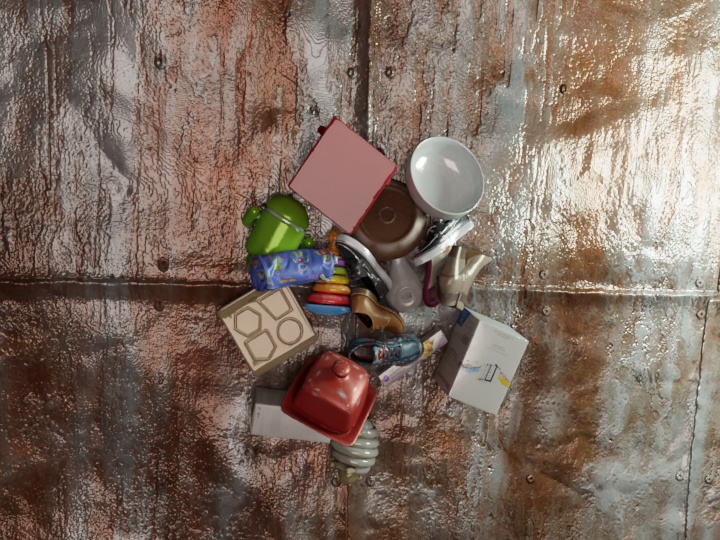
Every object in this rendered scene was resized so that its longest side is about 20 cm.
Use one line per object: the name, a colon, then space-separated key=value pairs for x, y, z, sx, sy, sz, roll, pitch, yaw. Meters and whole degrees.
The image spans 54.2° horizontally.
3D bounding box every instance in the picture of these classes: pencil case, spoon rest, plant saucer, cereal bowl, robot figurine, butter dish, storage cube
pencil case: x=-0.150 y=-0.001 z=1.578 sx=0.196 sy=0.088 sz=0.079 roll=-8 pitch=142 yaw=-31
spoon rest: x=0.104 y=0.011 z=1.737 sx=0.097 sy=0.061 sz=0.205 roll=-10 pitch=114 yaw=-5
plant saucer: x=0.062 y=-0.128 z=1.668 sx=0.195 sy=0.037 sz=0.206 roll=0 pitch=75 yaw=0
cereal bowl: x=0.191 y=-0.210 z=1.672 sx=0.195 sy=0.083 sz=0.205 roll=8 pitch=69 yaw=-19
robot figurine: x=-0.194 y=-0.084 z=1.639 sx=0.173 sy=0.116 sz=0.203 roll=28 pitch=94 yaw=-18
butter dish: x=-0.059 y=0.269 z=1.648 sx=0.196 sy=0.201 sz=0.150 roll=26 pitch=131 yaw=6
storage cube: x=-0.045 y=-0.209 z=1.558 sx=0.198 sy=0.171 sz=0.182 roll=35 pitch=93 yaw=-8

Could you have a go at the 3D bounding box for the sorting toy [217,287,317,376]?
sorting toy: x=-0.224 y=0.133 z=1.717 sx=0.182 sy=0.037 sz=0.203 roll=-29 pitch=107 yaw=-2

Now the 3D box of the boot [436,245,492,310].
boot: x=0.250 y=0.021 z=1.702 sx=0.197 sy=0.069 sz=0.150 roll=8 pitch=92 yaw=-48

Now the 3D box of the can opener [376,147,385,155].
can opener: x=-0.020 y=-0.218 z=1.680 sx=0.197 sy=0.067 sz=0.053 roll=-30 pitch=146 yaw=-1

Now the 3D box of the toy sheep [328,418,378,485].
toy sheep: x=-0.014 y=0.432 z=1.749 sx=0.135 sy=0.138 sz=0.205 roll=16 pitch=92 yaw=-11

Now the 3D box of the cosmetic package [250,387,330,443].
cosmetic package: x=-0.167 y=0.353 z=1.724 sx=0.195 sy=0.108 sz=0.087 roll=10 pitch=100 yaw=-9

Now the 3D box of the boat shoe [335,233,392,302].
boat shoe: x=0.000 y=0.000 z=1.664 sx=0.201 sy=0.069 sz=0.067 roll=49 pitch=60 yaw=-33

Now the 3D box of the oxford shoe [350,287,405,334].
oxford shoe: x=0.037 y=0.117 z=1.700 sx=0.199 sy=0.070 sz=0.073 roll=35 pitch=54 yaw=-41

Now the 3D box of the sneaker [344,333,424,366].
sneaker: x=0.058 y=0.206 z=1.712 sx=0.195 sy=0.095 sz=0.082 roll=-7 pitch=94 yaw=12

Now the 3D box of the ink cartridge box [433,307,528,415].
ink cartridge box: x=0.295 y=0.224 z=1.748 sx=0.142 sy=0.147 sz=0.204 roll=22 pitch=96 yaw=-11

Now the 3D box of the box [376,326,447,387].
box: x=0.130 y=0.218 z=1.778 sx=0.198 sy=0.041 sz=0.039 roll=-36 pitch=102 yaw=0

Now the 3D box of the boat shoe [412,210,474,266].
boat shoe: x=0.188 y=-0.083 z=1.676 sx=0.198 sy=0.072 sz=0.069 roll=-36 pitch=93 yaw=-25

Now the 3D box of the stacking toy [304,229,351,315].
stacking toy: x=-0.069 y=0.004 z=1.690 sx=0.113 sy=0.110 sz=0.206 roll=3 pitch=88 yaw=6

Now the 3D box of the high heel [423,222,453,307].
high heel: x=0.186 y=-0.012 z=1.752 sx=0.066 sy=0.096 sz=0.206 roll=1 pitch=80 yaw=-19
